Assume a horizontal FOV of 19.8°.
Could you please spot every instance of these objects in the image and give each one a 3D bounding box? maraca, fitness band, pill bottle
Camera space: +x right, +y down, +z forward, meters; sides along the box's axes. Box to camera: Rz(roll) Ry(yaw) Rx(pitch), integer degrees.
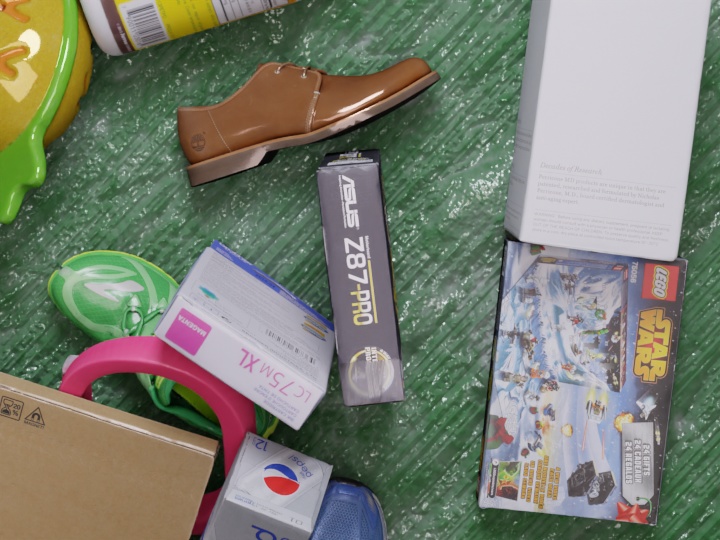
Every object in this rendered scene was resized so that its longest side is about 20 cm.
[{"bbox_3d":[-0.250,-0.126,1.461,0.107,0.136,0.202,20,70,-41],"label":"maraca"},{"bbox_3d":[-0.144,0.118,1.477,0.142,0.038,0.201,9,138,7],"label":"fitness band"},{"bbox_3d":[-0.104,-0.231,1.468,0.198,0.109,0.110,-17,96,0],"label":"pill bottle"}]

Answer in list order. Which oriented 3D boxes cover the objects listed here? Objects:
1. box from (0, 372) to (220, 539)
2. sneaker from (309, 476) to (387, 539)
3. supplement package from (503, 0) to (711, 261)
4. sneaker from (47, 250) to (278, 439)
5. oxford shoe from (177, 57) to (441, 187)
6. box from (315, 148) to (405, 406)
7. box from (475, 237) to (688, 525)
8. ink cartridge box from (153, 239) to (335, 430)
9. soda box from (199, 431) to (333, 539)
[{"bbox_3d":[-0.215,0.161,1.463,0.198,0.021,0.165,18,118,-3],"label":"box"},{"bbox_3d":[-0.023,0.253,1.526,0.078,0.089,0.202,9,95,-4],"label":"sneaker"},{"bbox_3d":[0.176,-0.117,1.484,0.116,0.117,0.202,7,96,-2],"label":"supplement package"},{"bbox_3d":[-0.139,0.055,1.507,0.199,0.084,0.074,37,94,-4],"label":"sneaker"},{"bbox_3d":[-0.040,-0.124,1.502,0.198,0.071,0.072,-18,90,1],"label":"oxford shoe"},{"bbox_3d":[0.000,0.000,1.448,0.049,0.200,0.163,-4,95,0],"label":"box"},{"bbox_3d":[0.164,0.082,1.540,0.136,0.040,0.202,6,95,-1],"label":"box"},{"bbox_3d":[-0.076,0.041,1.452,0.119,0.200,0.042,34,103,-5],"label":"ink cartridge box"},{"bbox_3d":[-0.083,0.205,1.476,0.068,0.064,0.201,22,137,-3],"label":"soda box"}]
